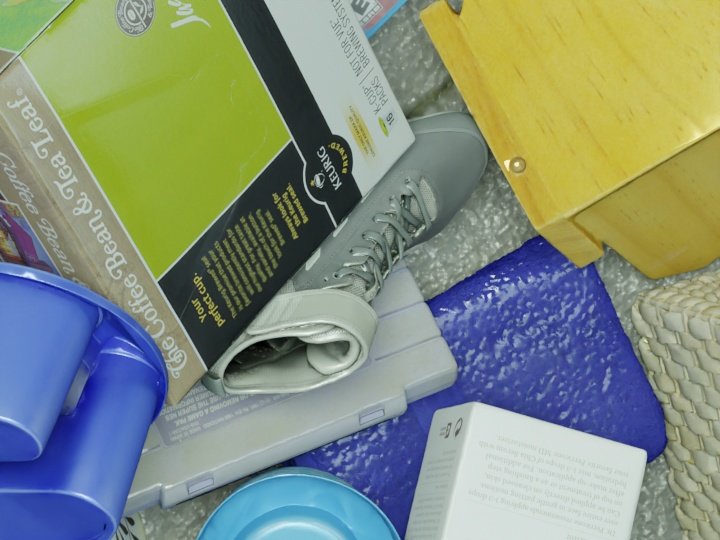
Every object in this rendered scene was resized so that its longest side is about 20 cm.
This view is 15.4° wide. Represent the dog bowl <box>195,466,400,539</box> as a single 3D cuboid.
[{"bbox_3d":[-0.055,0.188,1.368,0.111,0.050,0.201,29,100,-9],"label":"dog bowl"}]

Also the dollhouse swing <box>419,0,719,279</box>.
[{"bbox_3d":[0.173,-0.110,1.398,0.199,0.176,0.182,-31,82,15],"label":"dollhouse swing"}]

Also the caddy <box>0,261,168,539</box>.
[{"bbox_3d":[-0.185,0.061,1.222,0.142,0.199,0.105,52,38,-43],"label":"caddy"}]

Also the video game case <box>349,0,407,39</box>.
[{"bbox_3d":[-0.012,-0.229,1.325,0.143,0.018,0.200,-44,119,0],"label":"video game case"}]

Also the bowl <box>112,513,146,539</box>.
[{"bbox_3d":[-0.193,0.169,1.338,0.199,0.094,0.202,-2,97,-18],"label":"bowl"}]

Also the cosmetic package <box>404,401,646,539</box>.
[{"bbox_3d":[0.070,0.178,1.363,0.101,0.071,0.201,17,79,-13],"label":"cosmetic package"}]

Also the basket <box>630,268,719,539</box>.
[{"bbox_3d":[0.264,0.088,1.419,0.160,0.200,0.199,-16,99,-13],"label":"basket"}]

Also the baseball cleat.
[{"bbox_3d":[0.000,0.000,1.324,0.200,0.106,0.070,-37,130,-11],"label":"baseball cleat"}]

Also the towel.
[{"bbox_3d":[0.055,0.081,1.434,0.199,0.050,0.148,-29,106,-11],"label":"towel"}]

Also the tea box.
[{"bbox_3d":[-0.109,-0.082,1.264,0.197,0.133,0.201,-48,130,-26],"label":"tea box"}]

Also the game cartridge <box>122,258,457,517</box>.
[{"bbox_3d":[-0.064,0.040,1.367,0.199,0.038,0.130,-21,73,-14],"label":"game cartridge"}]
